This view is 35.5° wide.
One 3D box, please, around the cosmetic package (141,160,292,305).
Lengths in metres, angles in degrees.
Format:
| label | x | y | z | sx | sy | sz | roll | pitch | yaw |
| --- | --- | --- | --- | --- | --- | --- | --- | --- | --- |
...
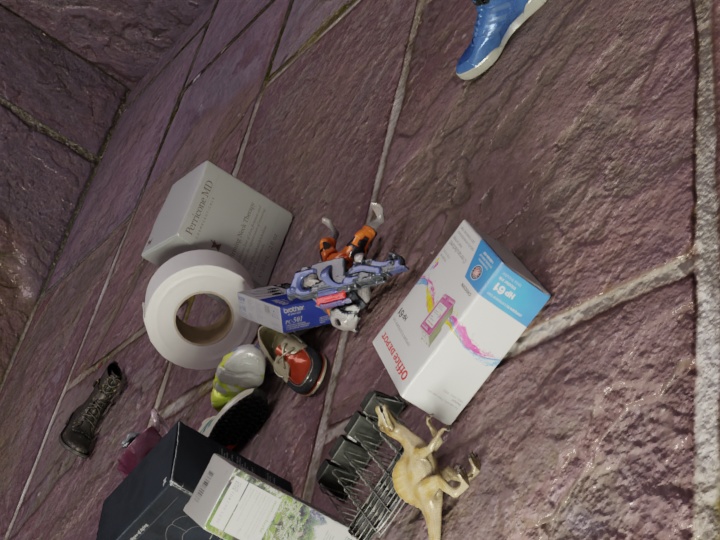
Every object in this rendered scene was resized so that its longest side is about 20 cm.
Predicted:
| label | x | y | z | sx | sy | sz | roll | pitch | yaw |
| --- | --- | --- | --- | --- | --- | --- | --- | --- | --- |
| cosmetic package | -0.268 | -0.065 | 2.105 | 0.166 | 0.199 | 0.169 | -21 | 44 | 53 |

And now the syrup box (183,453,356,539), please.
| label | x | y | z | sx | sy | sz | roll | pitch | yaw |
| --- | --- | --- | --- | --- | --- | --- | --- | --- | --- |
| syrup box | -0.101 | 0.303 | 1.343 | 0.079 | 0.199 | 0.081 | -61 | 25 | -10 |

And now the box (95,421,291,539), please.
| label | x | y | z | sx | sy | sz | roll | pitch | yaw |
| --- | --- | --- | --- | --- | --- | --- | --- | --- | --- |
| box | -0.229 | 0.347 | 1.544 | 0.200 | 0.196 | 0.124 | -45 | 27 | 25 |

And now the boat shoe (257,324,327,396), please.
| label | x | y | z | sx | sy | sz | roll | pitch | yaw |
| --- | --- | --- | --- | --- | --- | --- | --- | --- | --- |
| boat shoe | -0.107 | 0.133 | 1.730 | 0.071 | 0.062 | 0.200 | -55 | 25 | 3 |

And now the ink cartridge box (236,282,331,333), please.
| label | x | y | z | sx | sy | sz | roll | pitch | yaw |
| --- | --- | --- | --- | --- | --- | --- | --- | --- | --- |
| ink cartridge box | -0.120 | 0.057 | 1.798 | 0.200 | 0.093 | 0.045 | 13 | 111 | 64 |

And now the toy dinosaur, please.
| label | x | y | z | sx | sy | sz | roll | pitch | yaw |
| --- | --- | --- | --- | --- | --- | --- | --- | --- | --- |
| toy dinosaur | 0.080 | 0.235 | 1.244 | 0.101 | 0.058 | 0.202 | -28 | 69 | 28 |

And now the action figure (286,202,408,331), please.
| label | x | y | z | sx | sy | sz | roll | pitch | yaw |
| --- | --- | --- | --- | --- | --- | --- | --- | --- | --- |
| action figure | 0.000 | 0.000 | 1.667 | 0.198 | 0.105 | 0.195 | -6 | 59 | 29 |

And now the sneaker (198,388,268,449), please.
| label | x | y | z | sx | sy | sz | roll | pitch | yaw |
| --- | --- | --- | --- | --- | --- | --- | --- | --- | --- |
| sneaker | -0.222 | 0.249 | 1.801 | 0.200 | 0.070 | 0.094 | -53 | 30 | 18 |

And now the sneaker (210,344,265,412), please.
| label | x | y | z | sx | sy | sz | roll | pitch | yaw |
| --- | --- | --- | --- | --- | --- | --- | --- | --- | --- |
| sneaker | -0.193 | 0.149 | 1.817 | 0.200 | 0.075 | 0.106 | 126 | 162 | -50 |

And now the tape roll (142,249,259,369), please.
| label | x | y | z | sx | sy | sz | roll | pitch | yaw |
| --- | --- | --- | --- | --- | --- | --- | --- | --- | --- |
| tape roll | -0.276 | 0.069 | 1.960 | 0.203 | 0.202 | 0.071 | -52 | 25 | 13 |

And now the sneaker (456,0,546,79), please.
| label | x | y | z | sx | sy | sz | roll | pitch | yaw |
| --- | --- | --- | --- | --- | --- | --- | --- | --- | --- |
| sneaker | 0.188 | -0.394 | 1.721 | 0.200 | 0.111 | 0.077 | -46 | 26 | 26 |

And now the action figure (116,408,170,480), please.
| label | x | y | z | sx | sy | sz | roll | pitch | yaw |
| --- | --- | --- | --- | --- | --- | --- | --- | --- | --- |
| action figure | -0.284 | 0.337 | 1.742 | 0.199 | 0.134 | 0.149 | 32 | 75 | 24 |

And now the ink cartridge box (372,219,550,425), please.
| label | x | y | z | sx | sy | sz | roll | pitch | yaw |
| --- | --- | --- | --- | --- | --- | --- | --- | --- | --- |
| ink cartridge box | 0.116 | 0.062 | 1.354 | 0.201 | 0.084 | 0.145 | -55 | 24 | 11 |

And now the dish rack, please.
| label | x | y | z | sx | sy | sz | roll | pitch | yaw |
| --- | --- | --- | --- | --- | --- | --- | --- | --- | --- |
| dish rack | 0.021 | 0.242 | 1.366 | 0.154 | 0.054 | 0.200 | -58 | 26 | 4 |

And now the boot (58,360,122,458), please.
| label | x | y | z | sx | sy | sz | roll | pitch | yaw |
| --- | --- | --- | --- | --- | --- | --- | --- | --- | --- |
| boot | -0.576 | 0.294 | 2.436 | 0.175 | 0.069 | 0.200 | -54 | 22 | 12 |
